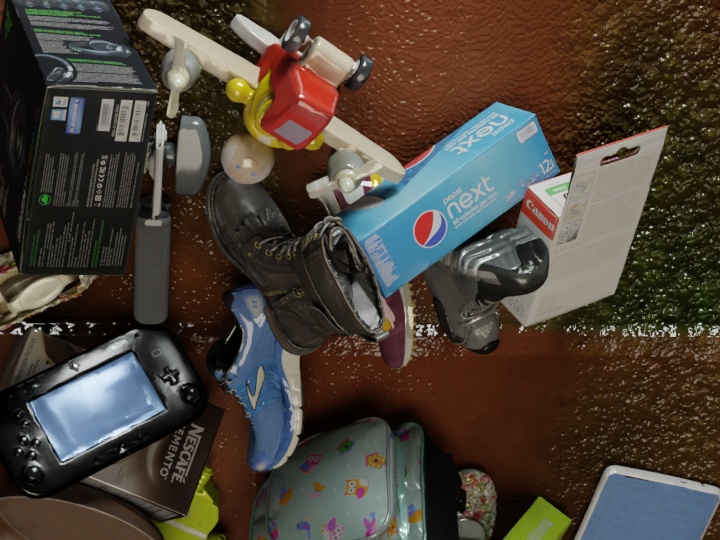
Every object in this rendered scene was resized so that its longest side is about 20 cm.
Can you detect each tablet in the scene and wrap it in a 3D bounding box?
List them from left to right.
[{"bbox_3d":[0.282,0.293,1.837,0.130,0.014,0.200,13,119,-11],"label":"tablet"}]

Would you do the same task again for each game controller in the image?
[{"bbox_3d":[-0.239,0.125,1.595,0.200,0.042,0.104,-27,88,-28],"label":"game controller"}]

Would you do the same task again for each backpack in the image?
[{"bbox_3d":[-0.014,0.247,1.697,0.200,0.176,0.153,-26,133,25],"label":"backpack"}]

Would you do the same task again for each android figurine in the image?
[{"bbox_3d":[-0.219,0.256,1.773,0.182,0.041,0.200,28,116,-17],"label":"android figurine"}]

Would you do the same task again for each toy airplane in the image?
[{"bbox_3d":[-0.074,-0.139,1.469,0.200,0.199,0.141,31,93,25],"label":"toy airplane"}]

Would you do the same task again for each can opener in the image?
[{"bbox_3d":[-0.176,-0.043,1.596,0.066,0.053,0.200,6,119,-8],"label":"can opener"}]

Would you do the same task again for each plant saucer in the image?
[{"bbox_3d":[-0.270,0.252,1.688,0.200,0.035,0.200,10,145,7],"label":"plant saucer"}]

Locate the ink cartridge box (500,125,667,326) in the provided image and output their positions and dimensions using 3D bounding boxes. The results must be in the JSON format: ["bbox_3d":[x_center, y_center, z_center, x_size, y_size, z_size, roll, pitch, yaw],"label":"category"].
[{"bbox_3d":[0.195,-0.049,1.568,0.109,0.050,0.200,-19,139,-30],"label":"ink cartridge box"}]

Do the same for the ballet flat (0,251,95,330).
[{"bbox_3d":[-0.328,0.023,1.619,0.200,0.064,0.076,-28,118,13],"label":"ballet flat"}]

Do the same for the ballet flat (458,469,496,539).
[{"bbox_3d":[0.090,0.296,1.791,0.076,0.064,0.200,13,118,-16],"label":"ballet flat"}]

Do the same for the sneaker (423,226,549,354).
[{"bbox_3d":[0.117,0.024,1.568,0.075,0.200,0.116,-20,108,-19],"label":"sneaker"}]

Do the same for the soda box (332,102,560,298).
[{"bbox_3d":[0.071,-0.064,1.544,0.200,0.068,0.064,-35,118,-15],"label":"soda box"}]

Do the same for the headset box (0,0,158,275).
[{"bbox_3d":[-0.247,-0.120,1.471,0.093,0.200,0.174,1,122,-23],"label":"headset box"}]

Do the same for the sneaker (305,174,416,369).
[{"bbox_3d":[0.000,0.000,1.623,0.090,0.075,0.200,-8,111,-1],"label":"sneaker"}]

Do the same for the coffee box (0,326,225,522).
[{"bbox_3d":[-0.244,0.147,1.656,0.200,0.113,0.080,24,160,-17],"label":"coffee box"}]

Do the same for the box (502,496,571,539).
[{"bbox_3d":[0.134,0.310,1.734,0.048,0.200,0.122,35,114,12],"label":"box"}]

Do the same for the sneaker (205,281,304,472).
[{"bbox_3d":[-0.103,0.098,1.661,0.089,0.079,0.200,-6,113,-16],"label":"sneaker"}]

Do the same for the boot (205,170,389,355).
[{"bbox_3d":[-0.050,-0.018,1.529,0.069,0.174,0.200,-30,90,-25],"label":"boot"}]
